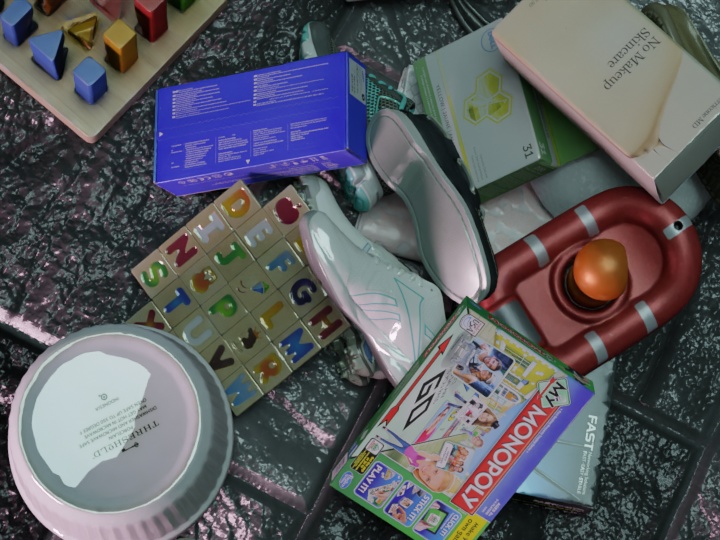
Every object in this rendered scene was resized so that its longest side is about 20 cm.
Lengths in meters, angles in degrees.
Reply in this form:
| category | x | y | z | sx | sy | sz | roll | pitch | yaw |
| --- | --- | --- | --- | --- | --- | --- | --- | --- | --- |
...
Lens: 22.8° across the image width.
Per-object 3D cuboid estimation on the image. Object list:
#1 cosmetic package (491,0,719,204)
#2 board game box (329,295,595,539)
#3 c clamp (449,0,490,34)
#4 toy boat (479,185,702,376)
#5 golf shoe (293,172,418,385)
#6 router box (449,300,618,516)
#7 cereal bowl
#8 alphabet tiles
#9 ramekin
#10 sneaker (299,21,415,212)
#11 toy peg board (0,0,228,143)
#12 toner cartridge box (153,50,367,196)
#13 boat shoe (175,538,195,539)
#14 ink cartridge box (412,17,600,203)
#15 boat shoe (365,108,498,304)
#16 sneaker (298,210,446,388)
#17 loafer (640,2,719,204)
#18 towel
| category | x | y | z | sx | sy | sz | roll | pitch | yaw |
| --- | --- | --- | --- | --- | --- | --- | --- | --- | --- |
| cosmetic package | 0.219 | -0.165 | 1.526 | 0.104 | 0.073 | 0.200 | -45 | 68 | 0 |
| board game box | 0.085 | 0.138 | 1.507 | 0.134 | 0.029 | 0.200 | 34 | 107 | -9 |
| c clamp | 0.154 | -0.309 | 1.753 | 0.171 | 0.027 | 0.200 | 42 | 72 | 2 |
| toy boat | 0.200 | 0.006 | 1.516 | 0.200 | 0.131 | 0.131 | -31 | 84 | -11 |
| golf shoe | 0.000 | 0.000 | 1.618 | 0.097 | 0.078 | 0.201 | -18 | 85 | -17 |
| router box | 0.146 | 0.107 | 1.590 | 0.149 | 0.062 | 0.201 | 11 | 77 | -4 |
| cereal bowl | 0.253 | -0.125 | 1.650 | 0.199 | 0.083 | 0.201 | 4 | 77 | -18 |
| alphabet tiles | -0.108 | 0.024 | 1.586 | 0.200 | 0.006 | 0.167 | -39 | 79 | 10 |
| ramekin | -0.210 | 0.137 | 1.528 | 0.202 | 0.094 | 0.203 | 0 | 75 | 0 |
| sneaker | 0.004 | -0.149 | 1.650 | 0.091 | 0.078 | 0.200 | -18 | 67 | -9 |
| toy peg board | -0.259 | -0.264 | 1.657 | 0.200 | 0.098 | 0.199 | 39 | 73 | 7 |
| toner cartridge box | -0.091 | -0.131 | 1.609 | 0.199 | 0.043 | 0.095 | -8 | 71 | 25 |
| boat shoe | -0.089 | 0.306 | 1.522 | 0.200 | 0.072 | 0.068 | 31 | 109 | -3 |
| ink cartridge box | 0.154 | -0.159 | 1.603 | 0.200 | 0.048 | 0.146 | -24 | 69 | 31 |
| boat shoe | 0.075 | -0.059 | 1.539 | 0.060 | 0.076 | 0.200 | -5 | 62 | -41 |
| sneaker | 0.020 | 0.022 | 1.528 | 0.080 | 0.070 | 0.200 | -37 | 106 | -3 |
| loafer | 0.310 | -0.152 | 1.595 | 0.067 | 0.076 | 0.200 | -29 | 97 | -25 |
| towel | 0.111 | -0.086 | 1.673 | 0.199 | 0.032 | 0.192 | 16 | 72 | 0 |
